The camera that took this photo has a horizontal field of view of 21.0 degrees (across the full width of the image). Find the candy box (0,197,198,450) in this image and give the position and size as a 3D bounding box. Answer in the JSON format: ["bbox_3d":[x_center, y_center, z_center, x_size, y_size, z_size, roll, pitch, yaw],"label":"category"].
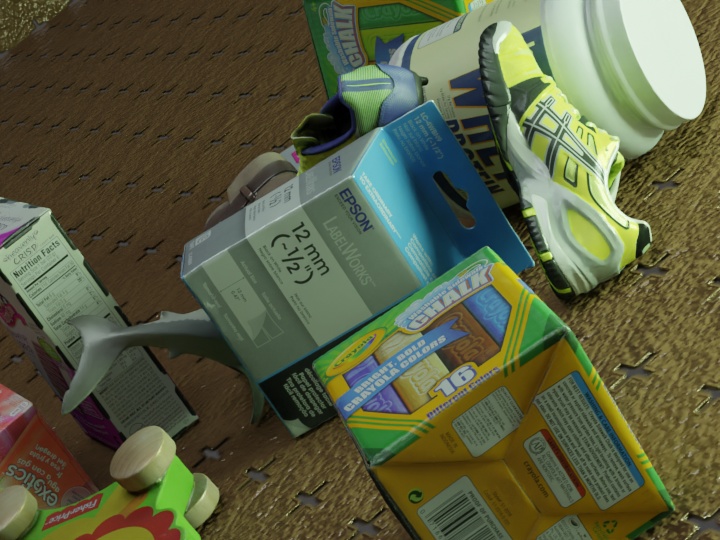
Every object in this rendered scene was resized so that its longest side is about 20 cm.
[{"bbox_3d":[-0.220,0.044,1.466,0.061,0.200,0.136,-39,20,-18],"label":"candy box"}]

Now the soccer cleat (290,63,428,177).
[{"bbox_3d":[-0.019,-0.086,1.383,0.200,0.083,0.065,131,137,-55],"label":"soccer cleat"}]

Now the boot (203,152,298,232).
[{"bbox_3d":[-0.056,-0.044,1.553,0.200,0.070,0.147,-37,39,18],"label":"boot"}]

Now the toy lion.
[{"bbox_3d":[-0.181,0.202,1.260,0.199,0.069,0.192,-24,30,27],"label":"toy lion"}]

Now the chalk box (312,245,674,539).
[{"bbox_3d":[0.063,0.080,1.057,0.124,0.125,0.200,-34,21,0],"label":"chalk box"}]

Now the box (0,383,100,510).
[{"bbox_3d":[-0.287,0.150,1.478,0.103,0.095,0.200,-40,21,-15],"label":"box"}]

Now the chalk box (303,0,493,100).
[{"bbox_3d":[0.039,-0.195,1.633,0.199,0.125,0.124,-3,23,36],"label":"chalk box"}]

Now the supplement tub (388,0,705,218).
[{"bbox_3d":[0.133,-0.133,1.409,0.199,0.145,0.145,-21,23,32],"label":"supplement tub"}]

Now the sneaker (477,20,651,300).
[{"bbox_3d":[0.132,-0.079,1.291,0.076,0.201,0.075,-20,-20,4],"label":"sneaker"}]

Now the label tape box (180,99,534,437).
[{"bbox_3d":[0.000,0.000,1.309,0.200,0.144,0.066,-30,20,11],"label":"label tape box"}]

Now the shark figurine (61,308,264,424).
[{"bbox_3d":[-0.103,0.067,1.377,0.128,0.090,0.214,-14,-10,34],"label":"shark figurine"}]

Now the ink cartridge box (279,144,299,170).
[{"bbox_3d":[0.023,-0.110,1.679,0.173,0.044,0.200,-35,20,1],"label":"ink cartridge box"}]
